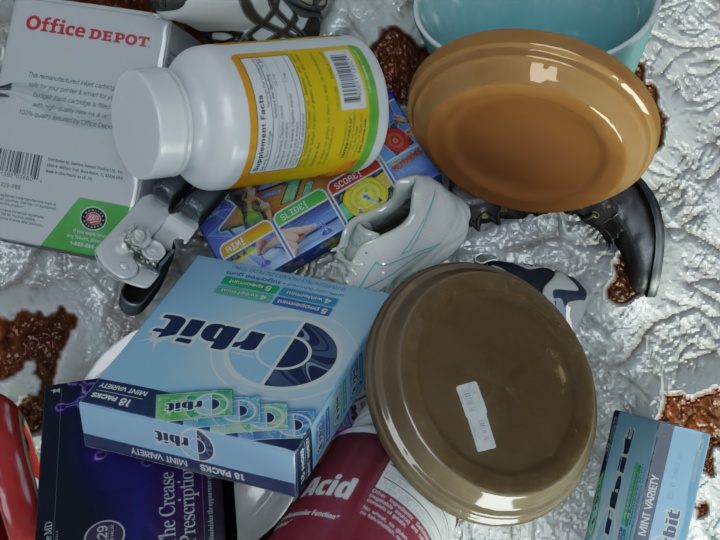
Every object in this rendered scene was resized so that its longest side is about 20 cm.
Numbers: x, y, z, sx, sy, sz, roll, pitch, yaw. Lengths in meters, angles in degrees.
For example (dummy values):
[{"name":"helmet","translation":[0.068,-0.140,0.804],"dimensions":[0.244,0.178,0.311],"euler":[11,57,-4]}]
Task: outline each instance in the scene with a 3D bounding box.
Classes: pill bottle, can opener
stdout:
[{"name":"pill bottle","translation":[0.005,0.186,1.150],"dimensions":[0.114,0.114,0.200],"euler":[34,49,0]},{"name":"pill bottle","translation":[-0.087,-0.122,1.231],"dimensions":[0.199,0.111,0.112],"euler":[-10,88,-33]},{"name":"can opener","translation":[-0.144,-0.053,1.271],"dimensions":[0.052,0.067,0.200],"euler":[32,57,5]}]

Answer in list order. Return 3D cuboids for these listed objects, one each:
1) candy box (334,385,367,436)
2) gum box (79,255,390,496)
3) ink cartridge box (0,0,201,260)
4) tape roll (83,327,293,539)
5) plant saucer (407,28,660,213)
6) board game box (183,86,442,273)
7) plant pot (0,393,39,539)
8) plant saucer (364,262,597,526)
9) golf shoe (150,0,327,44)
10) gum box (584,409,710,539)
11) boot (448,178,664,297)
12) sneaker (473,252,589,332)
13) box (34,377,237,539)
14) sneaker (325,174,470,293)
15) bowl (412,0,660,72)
[{"name":"candy box","translation":[0.068,0.113,1.267],"dimensions":[0.199,0.061,0.137],"euler":[-28,82,24]},{"name":"gum box","translation":[-0.088,0.073,1.188],"dimensions":[0.169,0.200,0.045],"euler":[11,127,18]},{"name":"ink cartridge box","translation":[-0.225,-0.113,1.310],"dimensions":[0.145,0.084,0.202],"euler":[11,87,15]},{"name":"tape roll","translation":[-0.140,0.139,1.324],"dimensions":[0.201,0.071,0.204],"euler":[0,87,-1]},{"name":"plant saucer","translation":[0.131,-0.106,1.227],"dimensions":[0.199,0.201,0.038],"euler":[15,58,-1]},{"name":"board game box","translation":[-0.049,-0.083,1.338],"dimensions":[0.199,0.034,0.136],"euler":[-29,74,-2]},{"name":"plant pot","translation":[-0.340,0.196,1.257],"dimensions":[0.181,0.200,0.202],"euler":[-17,88,-10]},{"name":"plant saucer","translation":[0.096,0.085,1.159],"dimensions":[0.199,0.029,0.202],"euler":[11,66,-25]},{"name":"golf shoe","translation":[-0.094,-0.194,1.288],"dimensions":[0.077,0.199,0.095],"euler":[9,99,36]},{"name":"gum box","translation":[0.220,0.203,1.266],"dimensions":[0.044,0.200,0.171],"euler":[13,87,0]},{"name":"boot","translation":[0.158,-0.058,1.346],"dimensions":[0.173,0.069,0.202],"euler":[-13,77,-2]},{"name":"sneaker","translation":[0.097,0.076,1.330],"dimensions":[0.129,0.079,0.200],"euler":[25,88,2]},{"name":"box","translation":[-0.167,0.169,1.189],"dimensions":[0.140,0.201,0.079],"euler":[-11,128,0]},{"name":"sneaker","translation":[0.000,0.000,1.301],"dimensions":[0.201,0.080,0.070],"euler":[-50,50,3]},{"name":"bowl","translation":[0.146,-0.180,1.304],"dimensions":[0.199,0.202,0.106],"euler":[-10,132,-2]}]
